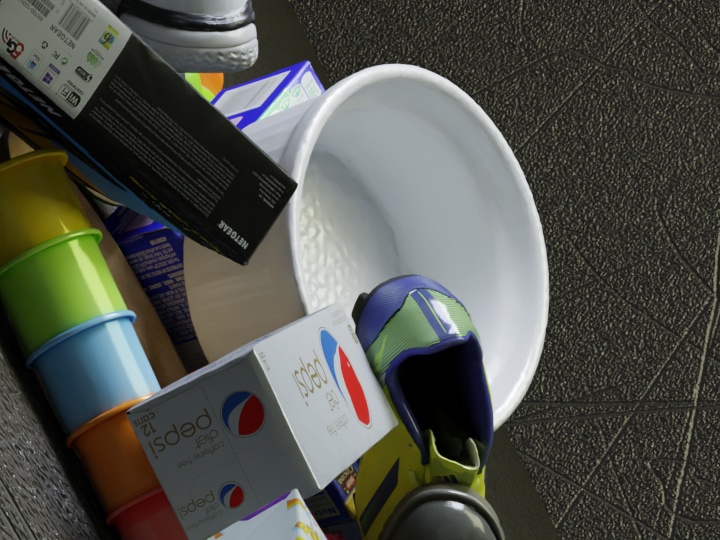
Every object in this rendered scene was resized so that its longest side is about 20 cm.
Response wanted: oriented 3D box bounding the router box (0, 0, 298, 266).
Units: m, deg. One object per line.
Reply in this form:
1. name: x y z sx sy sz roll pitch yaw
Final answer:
1. router box: -0.138 -0.090 1.314 0.149 0.051 0.200 26 -12 45

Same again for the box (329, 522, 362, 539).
1. box: -0.014 0.072 1.861 0.200 0.104 0.148 59 5 -9

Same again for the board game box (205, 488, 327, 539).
1. board game box: -0.015 0.204 1.111 0.200 0.103 0.105 59 5 -14

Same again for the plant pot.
1. plant pot: -0.130 0.022 1.427 0.201 0.027 0.200 61 5 -9

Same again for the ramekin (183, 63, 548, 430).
1. ramekin: 0.000 0.000 1.532 0.200 0.097 0.201 14 70 -45

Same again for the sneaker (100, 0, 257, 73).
1. sneaker: -0.103 -0.160 1.403 0.200 0.075 0.115 22 -69 62

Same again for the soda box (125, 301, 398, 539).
1. soda box: -0.039 0.065 1.291 0.068 0.063 0.200 64 12 0

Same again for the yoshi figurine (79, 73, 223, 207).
1. yoshi figurine: -0.109 -0.028 1.694 0.112 0.112 0.201 -46 124 -50

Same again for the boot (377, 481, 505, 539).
1. boot: 0.030 0.213 1.330 0.200 0.072 0.183 -77 174 -73

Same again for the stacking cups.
1. stacking cups: -0.112 0.045 1.281 0.201 0.060 0.061 62 5 11

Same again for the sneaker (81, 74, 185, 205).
1. sneaker: -0.138 -0.076 1.575 0.072 0.083 0.200 42 21 -19

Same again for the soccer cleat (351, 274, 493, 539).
1. soccer cleat: 0.035 0.098 1.425 0.084 0.064 0.201 -134 -148 -55

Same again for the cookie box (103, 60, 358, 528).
1. cookie box: -0.040 0.017 1.616 0.200 0.075 0.171 58 42 -20

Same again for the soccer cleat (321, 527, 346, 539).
1. soccer cleat: -0.014 0.180 1.452 0.200 0.070 0.087 36 30 -75
